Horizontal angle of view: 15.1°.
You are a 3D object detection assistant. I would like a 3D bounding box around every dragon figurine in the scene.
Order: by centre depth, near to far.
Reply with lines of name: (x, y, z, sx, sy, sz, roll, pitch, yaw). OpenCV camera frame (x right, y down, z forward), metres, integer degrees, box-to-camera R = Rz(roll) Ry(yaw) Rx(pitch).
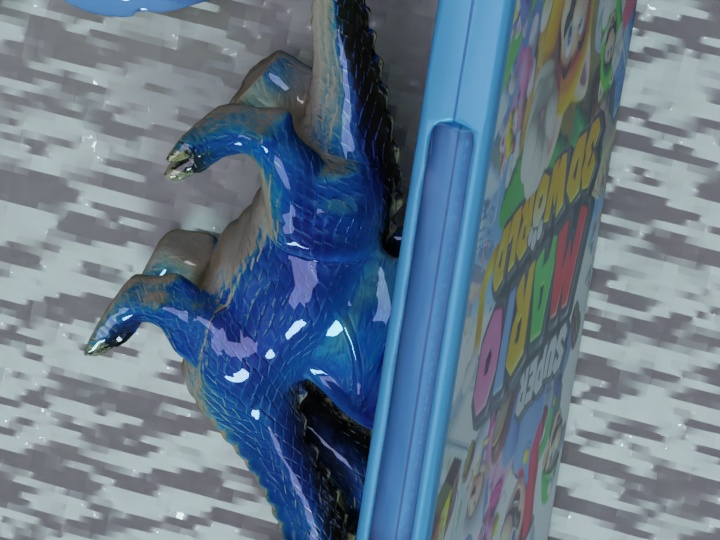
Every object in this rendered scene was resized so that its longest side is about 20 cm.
dragon figurine: (0.000, 0.000, 0.652, 0.099, 0.059, 0.201, 28, 113, 4)

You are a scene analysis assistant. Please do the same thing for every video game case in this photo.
video game case: (0.032, 0.006, 0.612, 0.018, 0.143, 0.201, 12, 102, 14)

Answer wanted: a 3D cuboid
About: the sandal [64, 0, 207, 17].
sandal: (0.001, -0.122, 0.624, 0.199, 0.087, 0.080, -30, 96, 15)
